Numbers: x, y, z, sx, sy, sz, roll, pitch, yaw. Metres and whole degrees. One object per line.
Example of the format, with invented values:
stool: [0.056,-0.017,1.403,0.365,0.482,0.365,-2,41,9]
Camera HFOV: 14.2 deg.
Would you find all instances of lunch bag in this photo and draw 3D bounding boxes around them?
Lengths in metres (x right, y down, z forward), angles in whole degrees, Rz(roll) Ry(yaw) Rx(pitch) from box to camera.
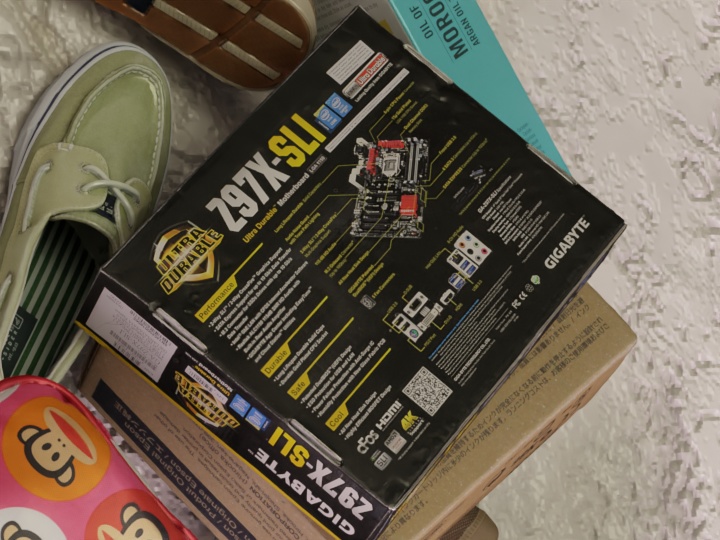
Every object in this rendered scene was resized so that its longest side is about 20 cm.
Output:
lunch bag: [-0.136,0.160,1.127,0.176,0.082,0.200,-39,91,-30]

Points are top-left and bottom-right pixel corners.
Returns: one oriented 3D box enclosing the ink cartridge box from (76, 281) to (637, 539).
ink cartridge box: [0.000,0.041,1.301,0.165,0.075,0.200,46,56,9]

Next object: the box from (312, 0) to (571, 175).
box: [0.018,-0.106,1.374,0.049,0.082,0.201,-36,102,-36]

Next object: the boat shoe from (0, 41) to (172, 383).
boat shoe: [-0.122,-0.015,1.265,0.072,0.062,0.201,33,62,-26]

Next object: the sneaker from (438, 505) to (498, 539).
sneaker: [-0.021,0.161,1.309,0.076,0.070,0.200,43,54,3]

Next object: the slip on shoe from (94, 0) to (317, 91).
slip on shoe: [-0.104,-0.159,1.316,0.199,0.076,0.061,32,23,-17]

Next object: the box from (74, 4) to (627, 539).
box: [0.000,0.000,1.251,0.159,0.049,0.200,37,54,5]
